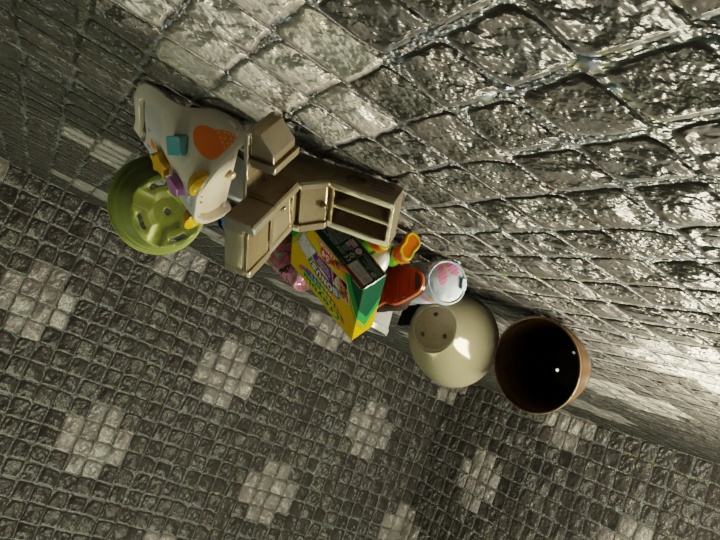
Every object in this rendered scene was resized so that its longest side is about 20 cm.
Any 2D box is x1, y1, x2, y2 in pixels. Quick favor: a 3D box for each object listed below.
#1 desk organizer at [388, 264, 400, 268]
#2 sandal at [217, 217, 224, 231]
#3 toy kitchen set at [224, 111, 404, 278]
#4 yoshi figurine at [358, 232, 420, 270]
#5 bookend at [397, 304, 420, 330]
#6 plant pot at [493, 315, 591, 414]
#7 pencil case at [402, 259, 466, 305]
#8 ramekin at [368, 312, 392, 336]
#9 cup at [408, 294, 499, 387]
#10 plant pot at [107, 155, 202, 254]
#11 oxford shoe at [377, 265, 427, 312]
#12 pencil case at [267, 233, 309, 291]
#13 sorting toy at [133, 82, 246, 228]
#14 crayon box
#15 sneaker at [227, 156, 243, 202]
[{"bbox_3d":[0.000,0.000,1.268,0.076,0.074,0.198,-8,157,42],"label":"desk organizer"},{"bbox_3d":[-0.303,-0.116,1.458,0.086,0.081,0.199,29,168,-14],"label":"sandal"},{"bbox_3d":[-0.054,-0.094,0.777,0.176,0.201,0.166,20,129,13],"label":"toy kitchen set"},{"bbox_3d":[0.028,-0.043,1.103,0.110,0.115,0.199,-18,174,-29],"label":"yoshi figurine"},{"bbox_3d":[0.217,0.130,1.506,0.196,0.094,0.198,24,170,-10],"label":"bookend"},{"bbox_3d":[0.407,0.199,1.265,0.184,0.192,0.197,14,-179,42],"label":"plant pot"},{"bbox_3d":[0.131,0.027,1.182,0.089,0.085,0.200,23,171,-14],"label":"pencil case"},{"bbox_3d":[0.011,0.119,1.894,0.196,0.107,0.200,23,171,4],"label":"ramekin"},{"bbox_3d":[0.178,0.133,1.261,0.196,0.205,0.143,16,173,31],"label":"cup"},{"bbox_3d":[-0.381,-0.121,1.159,0.197,0.205,0.183,27,177,-25],"label":"plant pot"},{"bbox_3d":[0.074,0.038,1.140,0.071,0.073,0.199,12,164,-27],"label":"oxford shoe"},{"bbox_3d":[-0.168,-0.041,1.340,0.200,0.087,0.082,45,-164,26],"label":"pencil case"},{"bbox_3d":[-0.273,-0.179,0.900,0.180,0.107,0.201,46,148,6],"label":"sorting toy"},{"bbox_3d":[-0.046,-0.004,1.067,0.201,0.058,0.174,50,152,22],"label":"crayon box"},{"bbox_3d":[-0.262,-0.164,1.051,0.197,0.072,0.099,30,153,-4],"label":"sneaker"}]
